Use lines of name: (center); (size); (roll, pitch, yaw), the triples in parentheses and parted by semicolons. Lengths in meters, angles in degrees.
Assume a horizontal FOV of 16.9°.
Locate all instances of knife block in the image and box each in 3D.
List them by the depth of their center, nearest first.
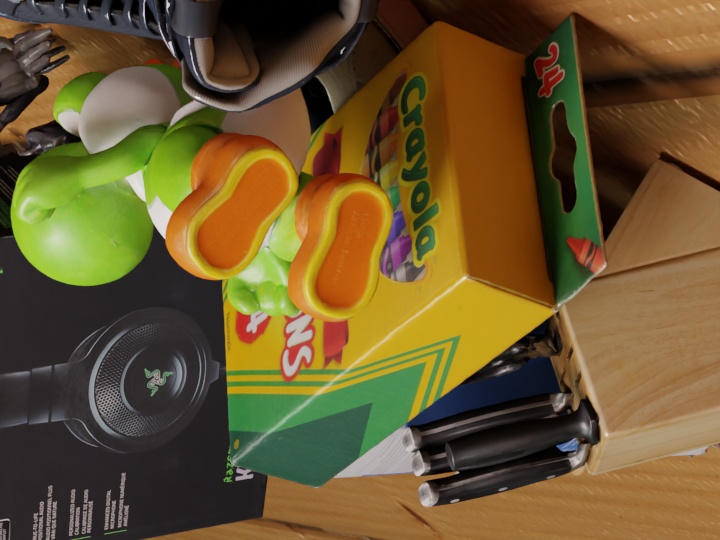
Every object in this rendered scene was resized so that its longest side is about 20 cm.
knife block: (0.124, 0.053, 1.037); (0.199, 0.176, 0.064); (29, 163, 8)

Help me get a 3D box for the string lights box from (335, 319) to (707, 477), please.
string lights box: (0.079, 0.055, 1.131); (0.199, 0.059, 0.103); (-3, 164, -14)

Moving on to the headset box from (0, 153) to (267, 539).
headset box: (-0.145, 0.039, 1.154); (0.199, 0.175, 0.093); (-7, -153, -29)

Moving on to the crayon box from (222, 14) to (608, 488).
crayon box: (0.015, -0.012, 0.997); (0.051, 0.127, 0.200); (19, 140, -31)

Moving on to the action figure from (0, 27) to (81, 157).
action figure: (-0.166, -0.065, 1.252); (0.119, 0.102, 0.200); (47, -164, -20)

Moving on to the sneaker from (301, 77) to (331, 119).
sneaker: (0.032, -0.036, 1.132); (0.200, 0.077, 0.085); (28, 133, -26)

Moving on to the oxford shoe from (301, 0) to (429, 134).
oxford shoe: (-0.053, -0.127, 1.020); (0.200, 0.074, 0.071); (40, 161, -23)

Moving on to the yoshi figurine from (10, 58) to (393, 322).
yoshi figurine: (-0.079, -0.022, 0.974); (0.200, 0.112, 0.113); (27, 136, 56)

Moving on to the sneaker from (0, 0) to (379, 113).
sneaker: (-0.088, -0.115, 0.922); (0.201, 0.077, 0.146); (1, -159, 4)

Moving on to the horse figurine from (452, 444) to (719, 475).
horse figurine: (0.088, 0.063, 1.243); (0.199, 0.050, 0.133); (-4, 145, -5)
